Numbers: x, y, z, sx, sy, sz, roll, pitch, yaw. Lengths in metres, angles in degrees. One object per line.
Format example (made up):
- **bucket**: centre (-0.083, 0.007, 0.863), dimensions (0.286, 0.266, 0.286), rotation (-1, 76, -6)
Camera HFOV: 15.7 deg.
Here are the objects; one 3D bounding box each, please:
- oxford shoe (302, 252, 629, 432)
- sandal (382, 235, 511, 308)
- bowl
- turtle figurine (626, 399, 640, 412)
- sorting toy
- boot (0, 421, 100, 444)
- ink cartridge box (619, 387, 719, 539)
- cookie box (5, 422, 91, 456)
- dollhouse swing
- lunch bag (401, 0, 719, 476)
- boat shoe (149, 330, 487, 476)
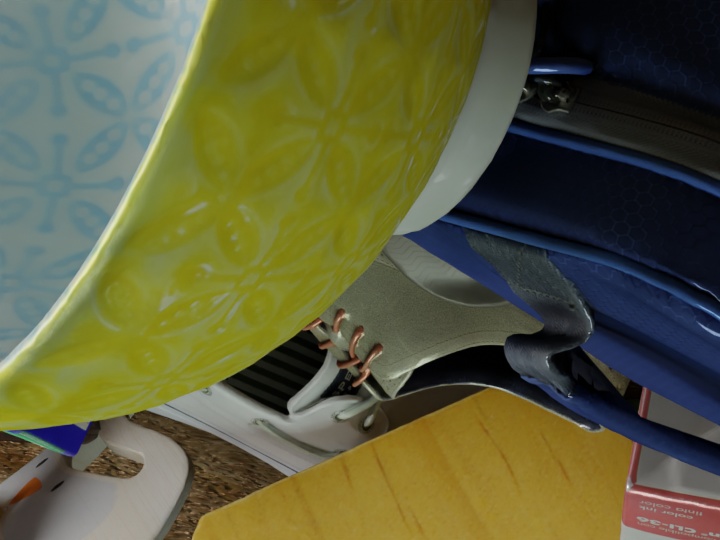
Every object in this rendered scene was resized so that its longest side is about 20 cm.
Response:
- **oxford shoe**: centre (0.000, 0.000, 0.856), dimensions (0.199, 0.074, 0.071), rotation (13, 162, -3)
- **sandal**: centre (-0.012, -0.039, 0.755), dimensions (0.081, 0.055, 0.200), rotation (-4, 143, 36)
- **bowl**: centre (-0.028, -0.057, 0.540), dimensions (0.107, 0.201, 0.200), rotation (14, 163, -31)
- **turtle figurine**: centre (0.116, 0.158, 1.090), dimensions (0.144, 0.200, 0.194), rotation (39, 142, 18)
- **sorting toy**: centre (-0.148, 0.131, 1.137), dimensions (0.107, 0.180, 0.200), rotation (45, 175, -20)
- **boot**: centre (-0.193, -0.003, 0.974), dimensions (0.064, 0.187, 0.200), rotation (-39, 165, 27)
- **ink cartridge box**: centre (0.124, 0.051, 0.860), dimensions (0.067, 0.117, 0.200), rotation (10, 160, 8)
- **cookie box**: centre (-0.169, -0.021, 0.789), dimensions (0.199, 0.075, 0.171), rotation (26, 174, 3)
- **dollhouse swing**: centre (0.043, 0.167, 1.023), dimensions (0.199, 0.182, 0.176), rotation (-24, 164, 3)
- **lunch bag**: centre (0.101, -0.016, 0.611), dimensions (0.200, 0.133, 0.136), rotation (29, 173, -39)
- **boat shoe**: centre (-0.015, 0.045, 0.994), dimensions (0.199, 0.074, 0.067), rotation (14, 160, -10)
